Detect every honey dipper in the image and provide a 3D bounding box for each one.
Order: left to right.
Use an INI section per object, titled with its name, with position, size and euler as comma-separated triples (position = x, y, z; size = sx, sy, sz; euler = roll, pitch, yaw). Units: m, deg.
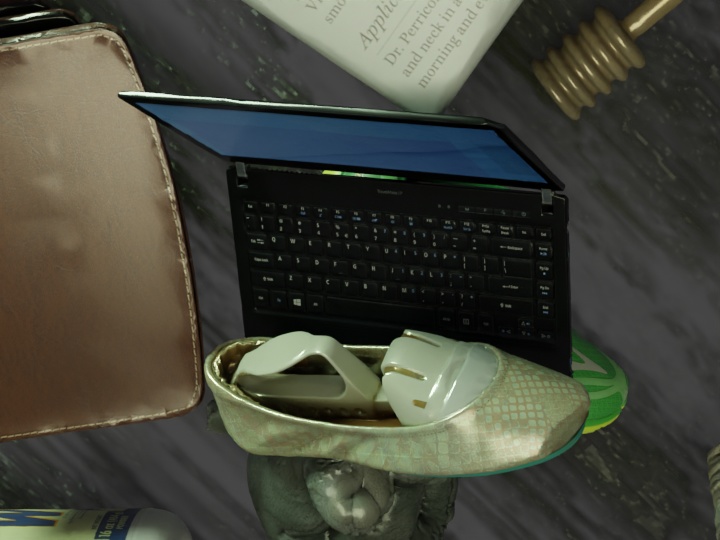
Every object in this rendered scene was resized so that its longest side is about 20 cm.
[honey dipper]
position = 0.170, -0.147, 0.858
size = 0.199, 0.038, 0.038
euler = -38, 105, 15

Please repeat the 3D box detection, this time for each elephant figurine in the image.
[elephant figurine]
position = 0.009, 0.172, 0.941
size = 0.140, 0.155, 0.202
euler = -8, 104, -16

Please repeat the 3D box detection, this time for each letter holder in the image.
[letter holder]
position = -0.151, -0.030, 0.896
size = 0.141, 0.101, 0.202
euler = -8, 111, 6

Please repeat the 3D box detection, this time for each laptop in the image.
[laptop]
position = 0.000, 0.000, 0.825
size = 0.176, 0.103, 0.202
euler = 7, 118, 22

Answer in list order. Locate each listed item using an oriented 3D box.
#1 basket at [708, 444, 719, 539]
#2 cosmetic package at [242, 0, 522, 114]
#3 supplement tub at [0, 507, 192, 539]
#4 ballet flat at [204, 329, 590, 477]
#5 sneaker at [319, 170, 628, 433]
[basket]
position = 0.302, 0.146, 0.890
size = 0.199, 0.161, 0.199
euler = -36, 105, 16
[cosmetic package]
position = -0.002, -0.202, 0.778
size = 0.199, 0.165, 0.165
euler = 34, 110, -10
[supplement tub]
position = -0.193, 0.203, 0.969
size = 0.198, 0.145, 0.146
euler = -1, 112, 5
[ballet flat]
position = 0.008, 0.058, 0.836
size = 0.198, 0.068, 0.063
euler = -4, 132, 32
[sneaker]
position = 0.066, 0.008, 0.903
size = 0.200, 0.074, 0.084
euler = 41, 122, -11
